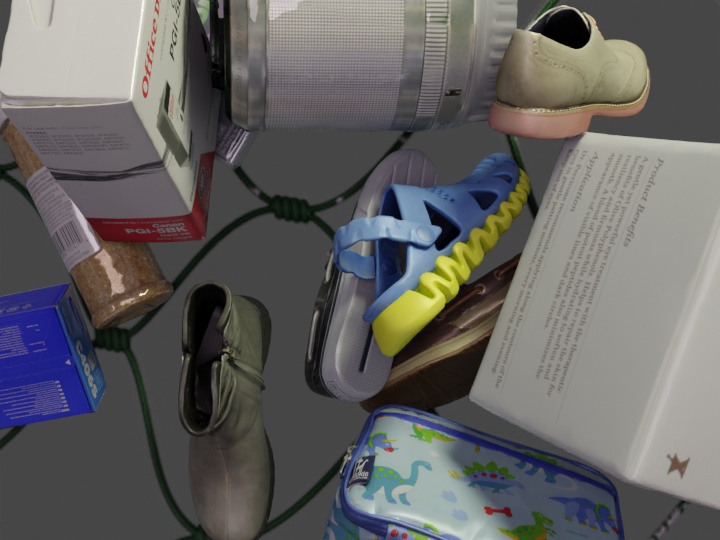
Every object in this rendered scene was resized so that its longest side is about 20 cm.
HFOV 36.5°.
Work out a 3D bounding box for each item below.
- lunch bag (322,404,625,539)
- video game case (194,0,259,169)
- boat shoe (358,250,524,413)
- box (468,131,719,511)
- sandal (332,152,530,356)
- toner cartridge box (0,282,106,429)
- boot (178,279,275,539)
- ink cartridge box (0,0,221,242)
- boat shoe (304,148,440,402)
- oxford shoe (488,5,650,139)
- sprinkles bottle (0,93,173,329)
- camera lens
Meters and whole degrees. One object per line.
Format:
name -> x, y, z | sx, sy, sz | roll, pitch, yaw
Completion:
lunch bag -> 0.079, 0.174, 0.752 | 0.200, 0.161, 0.083 | 19, 114, 6
video game case -> -0.123, -0.210, 0.861 | 0.182, 0.023, 0.200 | 32, 91, 7
boat shoe -> 0.080, 0.038, 0.813 | 0.200, 0.072, 0.072 | -33, 54, 12
box -> 0.218, 0.040, 0.700 | 0.200, 0.171, 0.199 | 21, 90, -28
sandal -> 0.050, -0.032, 0.763 | 0.087, 0.200, 0.080 | 43, 137, 1
toner cartridge box -> -0.308, 0.077, 0.841 | 0.199, 0.043, 0.095 | -10, 114, 6
boot -> -0.107, 0.109, 0.790 | 0.068, 0.131, 0.201 | 0, 87, 7
ink cartridge box -> -0.157, -0.124, 0.733 | 0.083, 0.200, 0.147 | 0, 69, 5
boat shoe -> 0.000, 0.000, 0.811 | 0.072, 0.071, 0.200 | 33, 66, -31
oxford shoe -> 0.154, -0.143, 0.742 | 0.071, 0.200, 0.074 | 15, 115, 27
sprinkles bottle -> -0.217, -0.056, 0.842 | 0.068, 0.068, 0.200 | -27, 85, 5
camera lens -> -0.005, -0.178, 0.765 | 0.199, 0.160, 0.160 | -1, 87, -7
